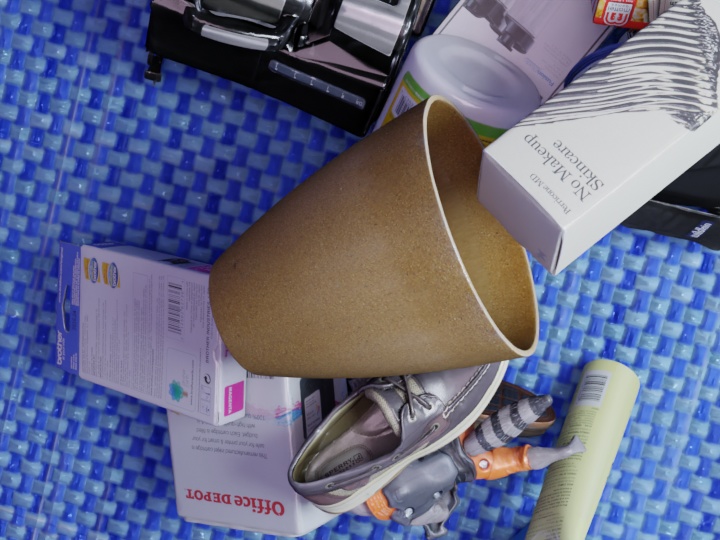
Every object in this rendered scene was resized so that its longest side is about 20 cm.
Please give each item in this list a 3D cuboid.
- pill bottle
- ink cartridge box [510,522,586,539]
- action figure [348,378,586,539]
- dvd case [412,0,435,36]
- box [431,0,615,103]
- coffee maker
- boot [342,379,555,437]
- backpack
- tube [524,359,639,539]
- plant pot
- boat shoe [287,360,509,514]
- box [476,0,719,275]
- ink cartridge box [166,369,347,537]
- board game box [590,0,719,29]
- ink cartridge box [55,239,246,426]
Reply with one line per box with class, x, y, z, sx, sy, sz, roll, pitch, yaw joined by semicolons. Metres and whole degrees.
pill bottle;0.054;-0.077;0.942;0.111;0.111;0.201;28;124;2
ink cartridge box;0.161;0.304;0.951;0.125;0.200;0.129;-41;91;8
action figure;0.052;0.123;0.925;0.193;0.105;0.201;-33;100;5
dvd case;0.023;-0.319;0.993;0.142;0.018;0.201;22;97;3
box;0.161;-0.228;0.968;0.117;0.060;0.200;41;98;0
coffee maker;-0.062;-0.202;0.955;0.199;0.192;0.135;22;75;-6
boot;0.066;0.143;1.021;0.198;0.075;0.098;8;114;5
backpack;0.251;-0.119;0.910;0.189;0.200;0.155;-1;69;-3
tube;0.178;0.166;0.955;0.052;0.058;0.201;13;53;23
plant pot;0.000;0.000;0.827;0.199;0.186;0.188;-20;94;22
boat shoe;0.028;0.106;0.871;0.200;0.065;0.072;-40;65;7
box;0.176;-0.093;0.772;0.200;0.068;0.082;-38;69;-15
ink cartridge box;-0.089;0.109;0.986;0.145;0.083;0.202;-1;97;37
board game box;0.270;-0.235;0.861;0.198;0.152;0.046;7;140;0
ink cartridge box;-0.176;0.045;0.965;0.199;0.042;0.120;12;104;34
